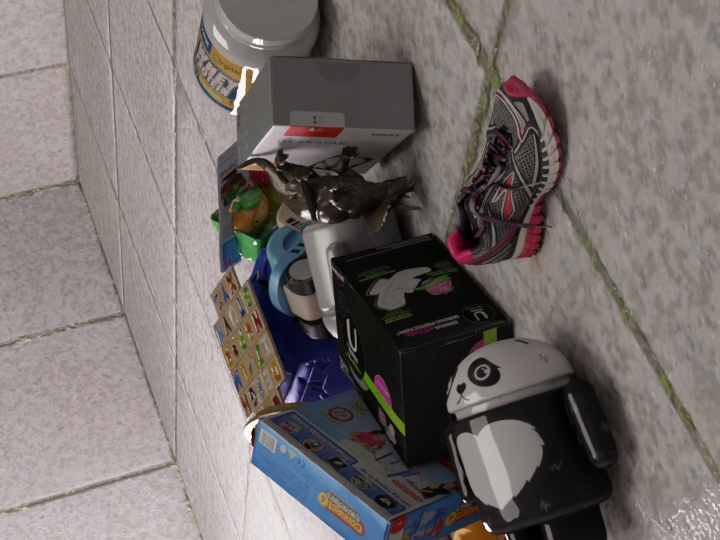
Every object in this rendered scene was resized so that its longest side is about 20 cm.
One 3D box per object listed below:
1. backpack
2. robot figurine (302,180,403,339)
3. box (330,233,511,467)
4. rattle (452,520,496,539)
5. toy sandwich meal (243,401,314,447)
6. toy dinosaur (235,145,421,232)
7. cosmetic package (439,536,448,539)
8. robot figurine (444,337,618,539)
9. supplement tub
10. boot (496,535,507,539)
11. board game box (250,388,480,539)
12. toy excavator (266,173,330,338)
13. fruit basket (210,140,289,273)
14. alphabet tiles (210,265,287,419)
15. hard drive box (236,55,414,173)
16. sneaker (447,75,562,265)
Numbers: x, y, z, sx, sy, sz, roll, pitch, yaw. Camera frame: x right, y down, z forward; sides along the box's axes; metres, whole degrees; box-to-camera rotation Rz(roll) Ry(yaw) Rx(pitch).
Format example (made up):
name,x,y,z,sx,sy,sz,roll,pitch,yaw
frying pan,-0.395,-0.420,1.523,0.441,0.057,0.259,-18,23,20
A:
name,x,y,z,sx,sy,sz,roll,pitch,yaw
backpack,-0.082,0.061,1.896,0.201,0.167,0.163,68,151,29
robot figurine,0.000,0.000,1.665,0.169,0.112,0.202,-17,-87,-67
box,0.062,0.079,1.517,0.200,0.123,0.149,-127,28,-55
rattle,0.139,0.339,1.621,0.130,0.144,0.200,6,156,39
toy sandwich meal,-0.047,0.220,1.771,0.205,0.203,0.071,113,163,-63
toy dinosaur,-0.041,-0.082,1.563,0.103,0.198,0.077,73,-160,-49
cosmetic package,0.098,0.431,1.755,0.107,0.090,0.201,100,148,-54
robot figurine,0.149,0.161,1.293,0.125,0.149,0.201,34,-142,-79
supplement tub,-0.128,-0.290,1.789,0.200,0.144,0.146,120,133,-67
boot,0.164,0.302,1.480,0.200,0.073,0.156,120,138,-63
board game box,0.024,0.203,1.510,0.200,0.195,0.056,33,121,36
toy excavator,-0.069,-0.037,1.825,0.199,0.194,0.100,27,148,36
fruit basket,-0.126,-0.114,1.925,0.093,0.185,0.201,29,137,19
alphabet tiles,-0.142,0.103,1.832,0.201,0.006,0.166,68,152,14
hard drive box,-0.043,-0.166,1.580,0.200,0.155,0.077,145,124,-73
sneaker,0.125,-0.078,1.270,0.201,0.074,0.081,93,156,-43
